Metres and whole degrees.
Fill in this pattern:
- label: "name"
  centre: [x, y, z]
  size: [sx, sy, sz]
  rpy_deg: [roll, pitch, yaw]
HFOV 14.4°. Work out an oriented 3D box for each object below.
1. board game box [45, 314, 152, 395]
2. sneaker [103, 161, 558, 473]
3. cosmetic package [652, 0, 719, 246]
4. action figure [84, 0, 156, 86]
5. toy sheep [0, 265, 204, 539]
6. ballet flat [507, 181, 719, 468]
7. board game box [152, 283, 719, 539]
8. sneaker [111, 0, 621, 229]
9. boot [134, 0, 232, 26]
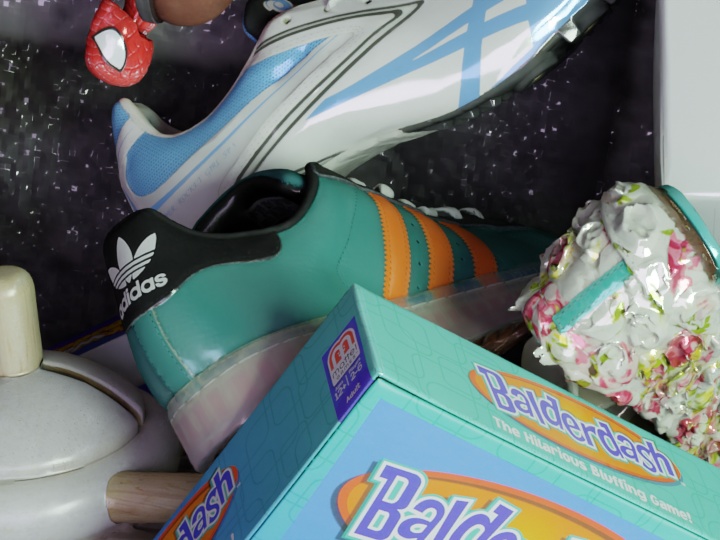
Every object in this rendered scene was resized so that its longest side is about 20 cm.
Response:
- label: "board game box"
  centre: [-0.070, 0.086, 0.962]
  size: [0.199, 0.045, 0.135]
  rpy_deg: [-25, 100, 11]
- label: "sneaker"
  centre: [0.000, 0.000, 0.870]
  size: [0.071, 0.200, 0.080]
  rpy_deg: [-38, 77, 31]
- label: "cosmetic package"
  centre: [0.188, -0.045, 0.862]
  size: [0.198, 0.108, 0.085]
  rpy_deg: [-2, 73, 7]
- label: "action figure"
  centre: [-0.080, -0.155, 0.882]
  size: [0.098, 0.065, 0.201]
  rpy_deg: [-1, 109, -34]
- label: "toy sheep"
  centre: [-0.092, 0.093, 0.877]
  size: [0.137, 0.138, 0.201]
  rpy_deg: [-2, 107, 6]
- label: "ballet flat"
  centre: [0.079, 0.030, 0.864]
  size: [0.064, 0.200, 0.076]
  rpy_deg: [-35, 65, -4]
- label: "board game box"
  centre: [0.005, 0.116, 0.808]
  size: [0.152, 0.045, 0.200]
  rpy_deg: [27, 115, -26]
- label: "sneaker"
  centre: [0.009, -0.072, 0.905]
  size: [0.199, 0.072, 0.073]
  rpy_deg: [-30, 91, 9]
- label: "boot"
  centre: [0.052, -0.115, 0.837]
  size: [0.199, 0.069, 0.189]
  rpy_deg: [27, 62, 16]
